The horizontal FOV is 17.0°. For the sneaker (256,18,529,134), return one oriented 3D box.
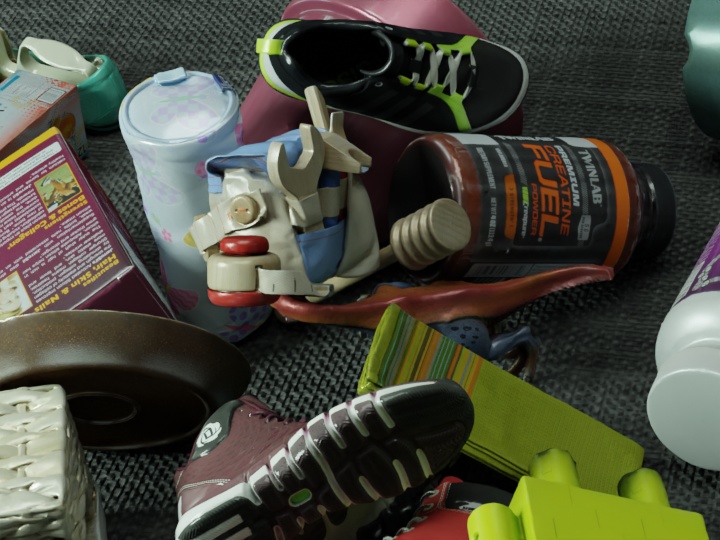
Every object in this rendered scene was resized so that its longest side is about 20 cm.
[{"bbox_3d":[0.024,-0.134,1.658,0.198,0.072,0.083,4,0,-11],"label":"sneaker"}]

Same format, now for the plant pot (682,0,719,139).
[{"bbox_3d":[0.360,-0.163,1.810,0.195,0.201,0.200,10,39,32],"label":"plant pot"}]

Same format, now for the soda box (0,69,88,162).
[{"bbox_3d":[-0.295,-0.075,1.870,0.063,0.069,0.200,16,41,27],"label":"soda box"}]

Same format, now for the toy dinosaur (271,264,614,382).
[{"bbox_3d":[0.035,0.020,1.626,0.181,0.200,0.105,23,25,-41],"label":"toy dinosaur"}]

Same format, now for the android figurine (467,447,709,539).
[{"bbox_3d":[0.154,0.186,1.434,0.181,0.041,0.201,12,33,-14],"label":"android figurine"}]

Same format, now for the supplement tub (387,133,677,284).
[{"bbox_3d":[0.126,-0.043,1.713,0.199,0.108,0.107,-1,31,-30],"label":"supplement tub"}]

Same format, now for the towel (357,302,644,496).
[{"bbox_3d":[0.094,0.094,1.549,0.199,0.018,0.086,29,40,-8],"label":"towel"}]

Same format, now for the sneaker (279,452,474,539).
[{"bbox_3d":[0.001,0.128,1.558,0.199,0.078,0.079,-32,35,-31],"label":"sneaker"}]

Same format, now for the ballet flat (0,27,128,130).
[{"bbox_3d":[-0.281,-0.167,1.990,0.199,0.071,0.067,10,40,21],"label":"ballet flat"}]

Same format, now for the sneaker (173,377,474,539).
[{"bbox_3d":[-0.034,0.099,1.492,0.199,0.076,0.116,-26,35,0],"label":"sneaker"}]

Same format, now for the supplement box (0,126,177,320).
[{"bbox_3d":[-0.215,0.002,1.717,0.110,0.086,0.200,-34,40,0],"label":"supplement box"}]

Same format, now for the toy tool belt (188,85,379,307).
[{"bbox_3d":[-0.054,-0.052,1.558,0.124,0.124,0.200,1,9,16],"label":"toy tool belt"}]

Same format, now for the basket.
[{"bbox_3d":[-0.263,0.160,1.504,0.198,0.124,0.136,-7,37,-3],"label":"basket"}]

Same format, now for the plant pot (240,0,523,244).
[{"bbox_3d":[-0.008,-0.100,1.780,0.199,0.201,0.179,25,62,34],"label":"plant pot"}]

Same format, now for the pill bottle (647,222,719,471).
[{"bbox_3d":[0.262,0.040,1.604,0.112,0.113,0.200,12,40,22],"label":"pill bottle"}]

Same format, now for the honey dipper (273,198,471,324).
[{"bbox_3d":[0.000,0.000,1.670,0.200,0.038,0.038,-27,15,46],"label":"honey dipper"}]

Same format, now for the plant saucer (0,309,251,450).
[{"bbox_3d":[-0.170,0.077,1.568,0.198,0.200,0.032,-2,65,5],"label":"plant saucer"}]

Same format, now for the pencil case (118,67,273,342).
[{"bbox_3d":[-0.114,-0.044,1.696,0.083,0.201,0.091,-24,41,-16],"label":"pencil case"}]

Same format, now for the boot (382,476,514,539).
[{"bbox_3d":[0.012,0.182,1.486,0.198,0.073,0.145,2,36,-3],"label":"boot"}]
